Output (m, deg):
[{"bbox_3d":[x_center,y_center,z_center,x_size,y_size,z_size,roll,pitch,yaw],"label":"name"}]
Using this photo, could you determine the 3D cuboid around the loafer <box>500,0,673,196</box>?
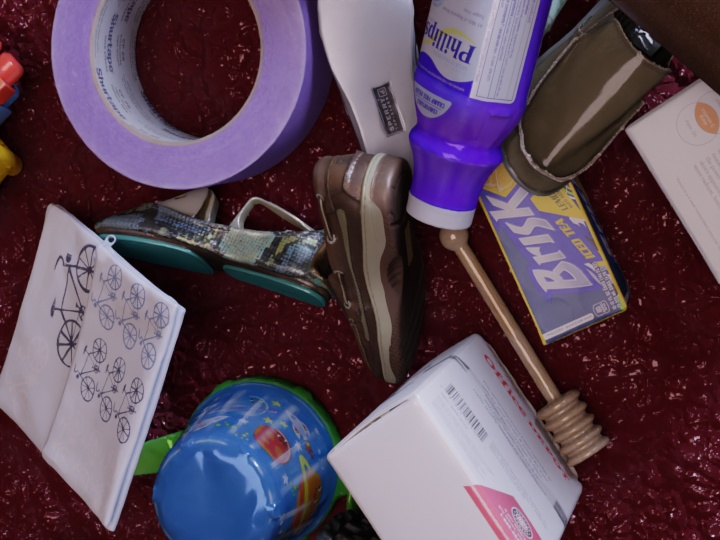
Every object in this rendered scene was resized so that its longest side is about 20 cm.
[{"bbox_3d":[0.165,-0.139,0.994,0.075,0.070,0.201,37,78,-8],"label":"loafer"}]

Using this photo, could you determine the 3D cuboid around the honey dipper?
[{"bbox_3d":[0.117,0.050,1.088,0.038,0.038,0.201,-32,84,15],"label":"honey dipper"}]

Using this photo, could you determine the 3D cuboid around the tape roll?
[{"bbox_3d":[-0.124,-0.163,1.094,0.197,0.085,0.203,1,96,13],"label":"tape roll"}]

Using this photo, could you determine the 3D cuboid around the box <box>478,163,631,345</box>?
[{"bbox_3d":[0.124,-0.054,1.056,0.069,0.064,0.202,-24,91,15],"label":"box"}]

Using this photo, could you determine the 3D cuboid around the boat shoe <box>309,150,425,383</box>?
[{"bbox_3d":[0.002,-0.004,1.058,0.074,0.075,0.204,10,132,17],"label":"boat shoe"}]

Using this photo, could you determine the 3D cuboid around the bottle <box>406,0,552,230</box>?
[{"bbox_3d":[0.074,-0.128,0.959,0.065,0.083,0.202,1,114,-30],"label":"bottle"}]

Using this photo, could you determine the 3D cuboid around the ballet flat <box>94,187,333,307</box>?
[{"bbox_3d":[-0.104,-0.027,1.123,0.197,0.074,0.075,15,100,10],"label":"ballet flat"}]

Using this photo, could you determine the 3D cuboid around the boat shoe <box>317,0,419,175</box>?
[{"bbox_3d":[0.016,-0.141,1.072,0.071,0.066,0.202,-20,98,-3],"label":"boat shoe"}]

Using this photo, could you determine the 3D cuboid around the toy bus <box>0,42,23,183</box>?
[{"bbox_3d":[-0.359,-0.123,1.141,0.200,0.136,0.192,43,91,8],"label":"toy bus"}]

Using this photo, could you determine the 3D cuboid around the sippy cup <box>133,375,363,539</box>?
[{"bbox_3d":[-0.091,0.158,1.099,0.177,0.130,0.141,-33,88,16],"label":"sippy cup"}]

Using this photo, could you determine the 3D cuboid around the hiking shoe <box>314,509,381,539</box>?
[{"bbox_3d":[0.008,0.221,1.045,0.074,0.200,0.087,36,101,21],"label":"hiking shoe"}]

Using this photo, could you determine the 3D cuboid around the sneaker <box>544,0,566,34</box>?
[{"bbox_3d":[0.158,-0.212,1.004,0.198,0.074,0.120,-5,66,23],"label":"sneaker"}]

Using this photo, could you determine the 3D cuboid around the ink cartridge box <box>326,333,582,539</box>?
[{"bbox_3d":[0.072,0.140,1.021,0.084,0.200,0.146,-35,88,20],"label":"ink cartridge box"}]

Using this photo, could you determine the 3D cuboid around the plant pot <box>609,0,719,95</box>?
[{"bbox_3d":[0.239,-0.190,0.863,0.198,0.200,0.201,40,104,22],"label":"plant pot"}]

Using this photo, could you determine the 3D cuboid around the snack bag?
[{"bbox_3d":[-0.214,0.064,1.113,0.199,0.021,0.191,36,114,41],"label":"snack bag"}]

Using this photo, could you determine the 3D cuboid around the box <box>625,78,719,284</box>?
[{"bbox_3d":[0.297,-0.099,0.991,0.199,0.097,0.125,-32,88,16],"label":"box"}]
